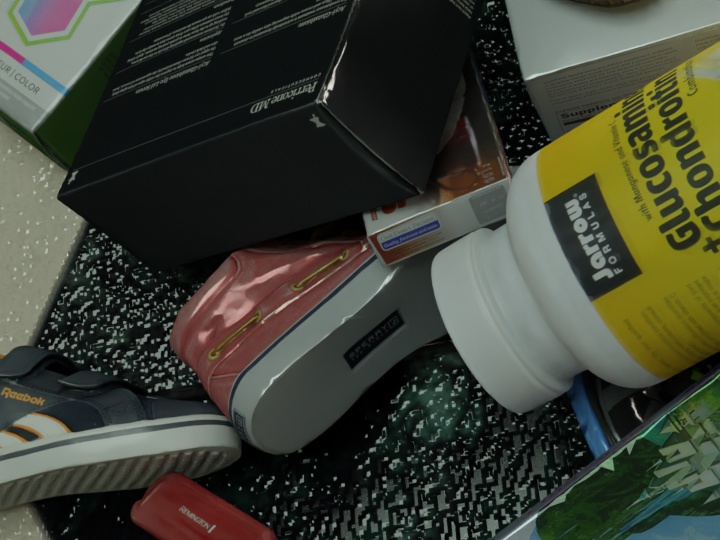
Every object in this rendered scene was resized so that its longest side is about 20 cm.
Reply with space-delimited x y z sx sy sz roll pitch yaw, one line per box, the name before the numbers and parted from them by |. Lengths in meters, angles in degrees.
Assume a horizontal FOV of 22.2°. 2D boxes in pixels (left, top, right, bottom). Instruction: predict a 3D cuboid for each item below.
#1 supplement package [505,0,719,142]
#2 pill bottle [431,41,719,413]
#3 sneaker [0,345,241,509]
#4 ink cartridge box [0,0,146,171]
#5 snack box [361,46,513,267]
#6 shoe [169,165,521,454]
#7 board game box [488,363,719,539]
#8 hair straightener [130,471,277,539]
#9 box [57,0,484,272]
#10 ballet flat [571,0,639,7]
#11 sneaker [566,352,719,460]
supplement package | 0.147 -0.174 0.918 0.154 0.111 0.202 -15 63 12
pill bottle | 0.133 -0.020 0.773 0.199 0.112 0.113 -31 60 21
sneaker | -0.157 0.075 0.933 0.198 0.078 0.080 -10 71 16
ink cartridge box | -0.143 -0.165 1.040 0.104 0.059 0.200 35 82 28
snack box | 0.028 -0.081 0.921 0.071 0.024 0.201 -23 37 9
shoe | 0.000 0.000 0.915 0.200 0.072 0.091 -38 46 -12
board game box | 0.162 0.157 0.771 0.199 0.041 0.201 -38 84 1
hair straightener | -0.025 0.157 0.858 0.199 0.077 0.041 17 54 40
box | -0.044 -0.092 0.907 0.199 0.079 0.142 -14 45 45
ballet flat | 0.068 -0.194 0.864 0.067 0.046 0.200 -42 61 1
sneaker | 0.138 0.041 0.851 0.082 0.071 0.201 -21 60 16
